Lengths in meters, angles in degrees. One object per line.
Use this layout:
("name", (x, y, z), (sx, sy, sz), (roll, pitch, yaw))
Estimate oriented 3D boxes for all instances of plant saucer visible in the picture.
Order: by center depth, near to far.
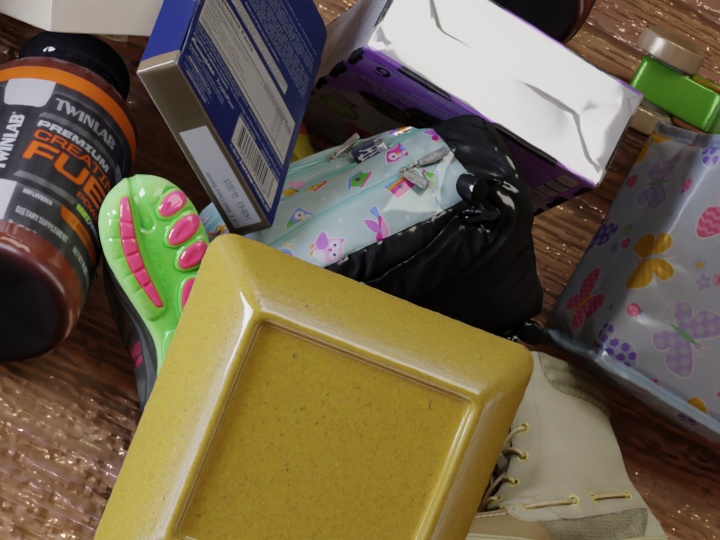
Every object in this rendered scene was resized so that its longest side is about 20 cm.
("plant saucer", (-0.023, 0.106, 1.554), (0.199, 0.201, 0.048), (21, 3, -10))

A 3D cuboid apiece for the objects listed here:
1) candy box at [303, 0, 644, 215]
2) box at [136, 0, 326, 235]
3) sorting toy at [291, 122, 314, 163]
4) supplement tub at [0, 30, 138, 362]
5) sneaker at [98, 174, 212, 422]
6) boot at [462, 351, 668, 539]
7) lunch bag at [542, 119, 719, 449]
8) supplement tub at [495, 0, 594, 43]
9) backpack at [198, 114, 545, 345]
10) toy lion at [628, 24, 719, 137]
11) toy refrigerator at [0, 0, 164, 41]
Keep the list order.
("candy box", (0.059, -0.104, 1.758), (0.167, 0.200, 0.072), (30, 75, -10))
("box", (-0.071, -0.127, 1.637), (0.121, 0.032, 0.200), (61, 27, -31))
("sorting toy", (-0.081, -0.131, 1.732), (0.200, 0.036, 0.186), (45, 24, -57))
("supplement tub", (-0.191, -0.051, 1.632), (0.107, 0.107, 0.201), (25, 46, -12))
("sneaker", (-0.101, 0.041, 1.601), (0.076, 0.084, 0.201), (-11, 98, -6))
("boot", (0.087, 0.124, 1.692), (0.199, 0.072, 0.155), (4, 53, -34))
("lunch bag", (0.245, 0.026, 1.778), (0.200, 0.127, 0.170), (33, 87, -24))
("supplement tub", (0.137, -0.249, 1.985), (0.107, 0.107, 0.200), (33, 45, -5))
("backpack", (0.000, 0.000, 1.670), (0.199, 0.167, 0.127), (-23, 46, -7))
("toy lion", (0.263, -0.094, 1.892), (0.191, 0.069, 0.200), (27, 9, 3))
("toy refrigerator", (-0.187, -0.183, 1.688), (0.076, 0.070, 0.200), (0, 12, -28))
